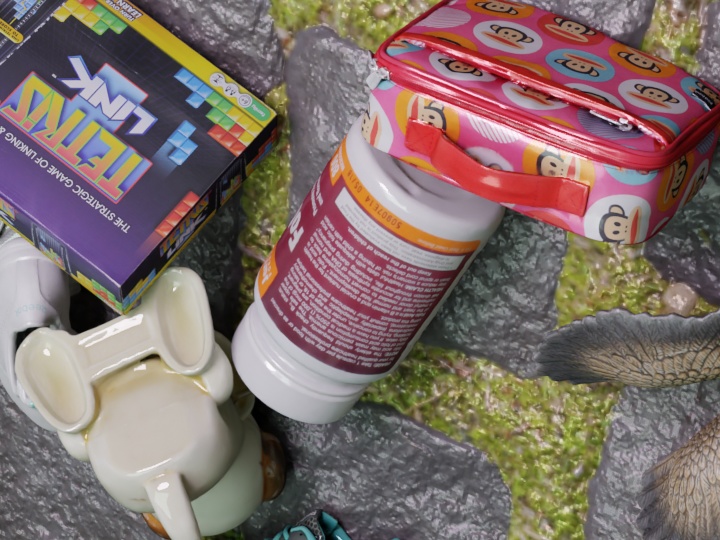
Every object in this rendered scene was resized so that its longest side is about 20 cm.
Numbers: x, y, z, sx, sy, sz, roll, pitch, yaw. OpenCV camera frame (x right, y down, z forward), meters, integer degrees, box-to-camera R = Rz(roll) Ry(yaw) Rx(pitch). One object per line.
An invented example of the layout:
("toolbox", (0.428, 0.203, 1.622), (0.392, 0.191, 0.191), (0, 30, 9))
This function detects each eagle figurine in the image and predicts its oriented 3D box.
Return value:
("eagle figurine", (0.227, 0.068, 1.371), (0.199, 0.151, 0.152), (-31, 53, -1))

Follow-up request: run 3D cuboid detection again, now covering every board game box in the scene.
("board game box", (-0.182, -0.096, 1.533), (0.200, 0.166, 0.057), (36, 159, 11))

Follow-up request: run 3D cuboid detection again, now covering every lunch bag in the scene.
("lunch bag", (0.103, -0.087, 1.362), (0.199, 0.176, 0.082), (23, 121, 20))

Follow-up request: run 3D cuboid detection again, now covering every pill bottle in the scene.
("pill bottle", (0.000, 0.000, 1.497), (0.114, 0.114, 0.200), (40, 124, 9))

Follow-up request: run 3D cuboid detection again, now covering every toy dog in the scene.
("toy dog", (-0.119, 0.115, 1.585), (0.139, 0.200, 0.194), (-33, 65, -1))

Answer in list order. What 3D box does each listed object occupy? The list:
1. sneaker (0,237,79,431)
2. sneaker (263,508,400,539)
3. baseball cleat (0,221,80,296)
("sneaker", (-0.231, 0.070, 1.638), (0.075, 0.089, 0.201), (-7, 141, -2))
("sneaker", (-0.046, 0.213, 1.653), (0.199, 0.078, 0.092), (10, 100, 22))
("baseball cleat", (-0.294, 0.003, 1.706), (0.199, 0.070, 0.107), (-22, 93, 25))
